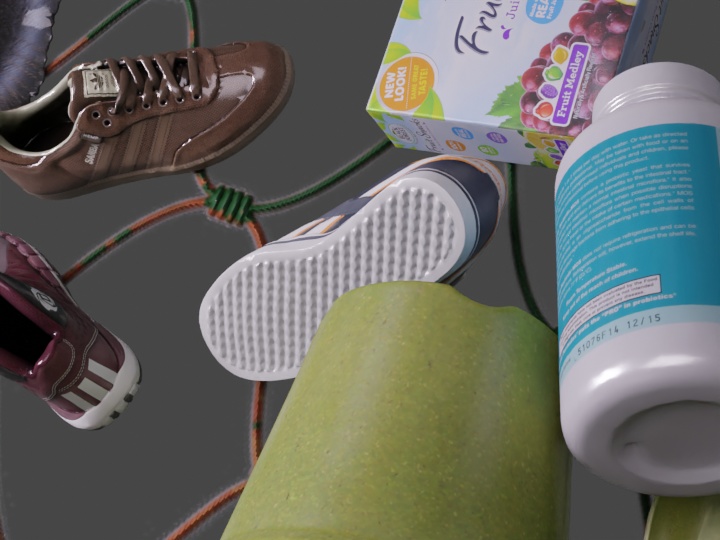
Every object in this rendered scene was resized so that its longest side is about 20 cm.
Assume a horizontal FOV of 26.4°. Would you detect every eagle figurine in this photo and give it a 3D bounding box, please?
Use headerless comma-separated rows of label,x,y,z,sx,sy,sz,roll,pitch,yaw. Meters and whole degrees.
eagle figurine,-0.277,-0.198,1.039,0.152,0.150,0.201,-114,39,-69

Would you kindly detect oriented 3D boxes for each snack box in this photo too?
snack box,0.102,-0.161,0.877,0.142,0.053,0.201,9,72,29

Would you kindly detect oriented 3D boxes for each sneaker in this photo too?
sneaker,-0.139,-0.098,0.942,0.200,0.076,0.071,-21,61,15
sneaker,-0.222,0.012,0.907,0.200,0.116,0.076,30,82,31
sneaker,0.000,0.000,0.843,0.200,0.079,0.079,-27,93,37

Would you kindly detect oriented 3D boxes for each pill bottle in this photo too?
pill bottle,0.147,-0.004,0.722,0.110,0.111,0.200,-12,50,19

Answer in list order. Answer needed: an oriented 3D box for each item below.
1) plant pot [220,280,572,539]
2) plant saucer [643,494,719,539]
plant pot,0.024,0.114,0.724,0.200,0.201,0.185,2,57,25
plant saucer,0.230,0.138,0.700,0.199,0.031,0.201,-10,64,21
